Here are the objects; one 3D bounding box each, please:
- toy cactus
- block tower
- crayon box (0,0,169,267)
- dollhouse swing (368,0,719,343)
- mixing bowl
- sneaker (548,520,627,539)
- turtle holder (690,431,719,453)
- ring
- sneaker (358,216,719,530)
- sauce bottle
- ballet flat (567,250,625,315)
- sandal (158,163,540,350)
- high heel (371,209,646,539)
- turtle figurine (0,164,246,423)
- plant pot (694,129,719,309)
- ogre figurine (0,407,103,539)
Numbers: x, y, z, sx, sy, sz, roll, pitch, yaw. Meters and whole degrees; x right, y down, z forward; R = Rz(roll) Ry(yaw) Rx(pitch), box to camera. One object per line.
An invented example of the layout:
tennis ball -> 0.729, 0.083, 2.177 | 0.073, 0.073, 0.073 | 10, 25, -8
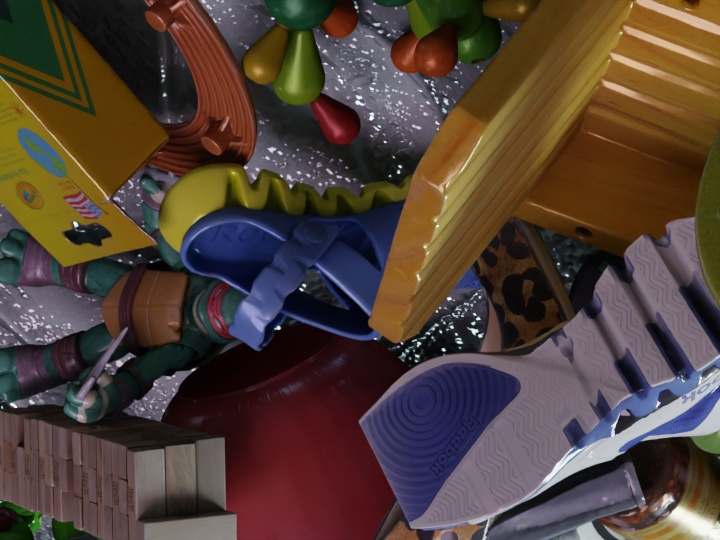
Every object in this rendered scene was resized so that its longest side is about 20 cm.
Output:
toy cactus -> -0.008, -0.143, 0.962 | 0.165, 0.102, 0.200 | 42, 148, -8
block tower -> -0.134, 0.108, 1.146 | 0.054, 0.058, 0.200 | -4, -174, -31
crayon box -> -0.178, -0.093, 1.071 | 0.200, 0.051, 0.127 | 50, 155, -18
dollhouse swing -> 0.123, -0.041, 0.914 | 0.181, 0.176, 0.200 | 21, 149, 2
mixing bowl -> -0.037, 0.097, 1.190 | 0.200, 0.200, 0.109 | -11, 106, 36
sneaker -> 0.124, 0.181, 1.160 | 0.200, 0.112, 0.073 | -4, 162, -47
turtle holder -> 0.249, 0.105, 1.072 | 0.140, 0.132, 0.186 | -1, 136, 29
ring -> -0.134, -0.116, 1.052 | 0.200, 0.019, 0.201 | 31, 154, 17
sneaker -> 0.110, 0.058, 0.965 | 0.199, 0.081, 0.115 | -32, 154, 18
sauce bottle -> 0.185, 0.132, 1.155 | 0.066, 0.066, 0.200 | -8, 156, 34
ballet flat -> 0.119, 0.052, 1.140 | 0.073, 0.073, 0.200 | 20, 148, 4
sandal -> 0.000, 0.000, 1.076 | 0.199, 0.087, 0.080 | -2, 144, -17
high heel -> 0.041, 0.052, 1.048 | 0.142, 0.071, 0.201 | -21, 97, 6
turtle figurine -> -0.124, 0.020, 1.178 | 0.200, 0.150, 0.101 | -7, 151, 43
plant pot -> 0.238, -0.005, 0.847 | 0.200, 0.201, 0.193 | -19, 149, 41
ogre figurine -> -0.242, 0.161, 1.399 | 0.199, 0.120, 0.098 | -11, 135, 38
